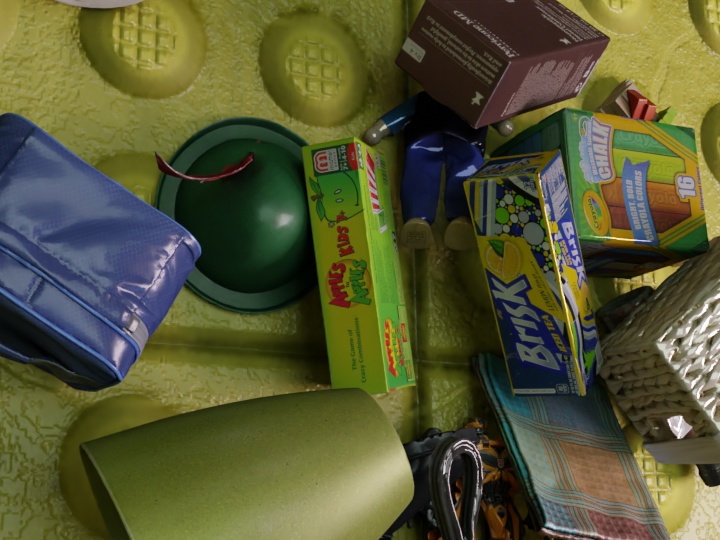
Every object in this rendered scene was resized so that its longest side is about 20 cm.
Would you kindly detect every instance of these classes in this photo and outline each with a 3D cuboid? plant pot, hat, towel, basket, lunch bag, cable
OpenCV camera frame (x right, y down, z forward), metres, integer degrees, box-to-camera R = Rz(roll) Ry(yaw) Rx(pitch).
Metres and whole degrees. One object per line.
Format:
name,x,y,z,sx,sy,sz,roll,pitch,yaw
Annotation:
plant pot,-0.069,0.167,0.813,0.199,0.187,0.188,-23,88,-20
hat,-0.062,-0.059,0.895,0.166,0.176,0.200,49,61,-8
towel,0.184,0.155,0.995,0.146,0.022,0.201,15,34,-24
basket,0.320,0.061,1.018,0.200,0.135,0.124,-40,94,-19
lunch bag,-0.233,-0.004,0.817,0.199,0.136,0.133,34,64,-16
cable,0.074,0.231,0.887,0.097,0.050,0.201,-24,99,-27

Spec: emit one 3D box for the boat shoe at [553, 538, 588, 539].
boat shoe,0.201,0.225,1.005,0.072,0.062,0.200,54,28,1

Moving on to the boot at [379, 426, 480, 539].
boot,0.023,0.226,0.910,0.197,0.073,0.164,-17,79,-10

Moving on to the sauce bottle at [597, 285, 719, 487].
sauce bottle,0.303,0.113,1.110,0.065,0.065,0.201,-34,95,-30

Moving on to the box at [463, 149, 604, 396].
box,0.150,0.005,0.976,0.064,0.070,0.202,-40,120,-53

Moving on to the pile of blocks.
pile of blocks,0.314,-0.107,1.171,0.082,0.062,0.201,-19,87,-30

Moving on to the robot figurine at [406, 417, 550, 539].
robot figurine,0.108,0.225,0.982,0.144,0.058,0.202,7,74,-29

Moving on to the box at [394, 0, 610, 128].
box,0.132,-0.199,1.040,0.100,0.075,0.199,41,37,19

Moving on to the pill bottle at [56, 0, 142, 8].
pill bottle,-0.214,-0.324,0.922,0.110,0.111,0.202,2,77,-27

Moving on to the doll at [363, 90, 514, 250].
doll,0.070,-0.115,1.035,0.135,0.049,0.201,1,58,9

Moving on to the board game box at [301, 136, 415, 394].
board game box,0.000,0.000,0.947,0.047,0.102,0.202,-9,85,15

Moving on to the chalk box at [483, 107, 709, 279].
chalk box,0.202,-0.068,1.068,0.198,0.124,0.126,3,75,-27
